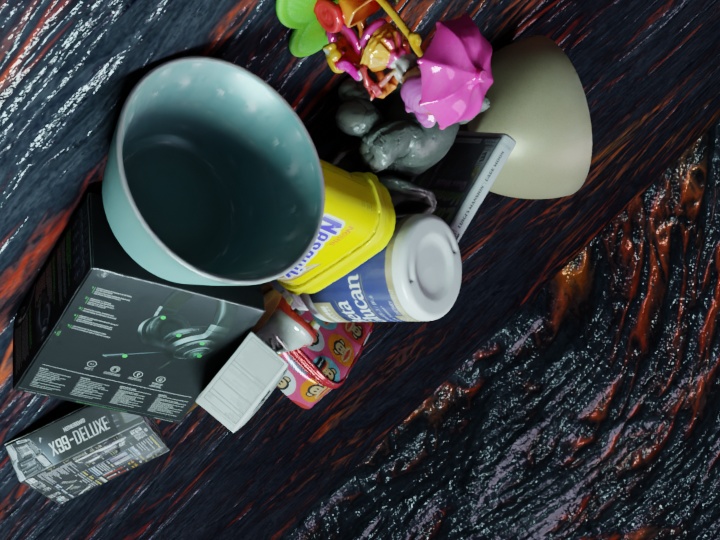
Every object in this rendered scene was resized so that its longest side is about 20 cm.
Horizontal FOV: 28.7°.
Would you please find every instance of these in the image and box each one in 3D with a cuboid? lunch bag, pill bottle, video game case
[{"bbox_3d":[-0.078,0.056,1.725,0.082,0.176,0.200,-40,-171,30],"label":"lunch bag"},{"bbox_3d":[0.000,0.000,1.510,0.199,0.112,0.111,-3,-165,40],"label":"pill bottle"},{"bbox_3d":[0.085,-0.080,1.627,0.183,0.023,0.200,-60,-158,-5],"label":"video game case"}]

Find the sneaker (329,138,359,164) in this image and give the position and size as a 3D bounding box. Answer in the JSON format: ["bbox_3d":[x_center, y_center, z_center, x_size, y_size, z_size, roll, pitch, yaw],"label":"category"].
[{"bbox_3d":[0.025,-0.131,1.634,0.200,0.075,0.090,-44,172,3],"label":"sneaker"}]

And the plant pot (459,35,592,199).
[{"bbox_3d":[0.175,-0.175,1.724,0.133,0.202,0.201,-15,157,-19],"label":"plant pot"}]

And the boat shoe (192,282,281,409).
[{"bbox_3d":[-0.157,0.068,1.437,0.200,0.070,0.070,-48,166,31],"label":"boat shoe"}]

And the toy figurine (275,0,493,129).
[{"bbox_3d":[0.033,-0.195,1.245,0.150,0.184,0.200,-33,164,-29],"label":"toy figurine"}]

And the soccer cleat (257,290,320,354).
[{"bbox_3d":[-0.104,0.070,1.515,0.085,0.069,0.200,-50,-163,-13],"label":"soccer cleat"}]

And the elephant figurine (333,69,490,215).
[{"bbox_3d":[0.027,-0.116,1.531,0.141,0.154,0.201,-43,156,-34],"label":"elephant figurine"}]

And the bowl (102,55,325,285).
[{"bbox_3d":[-0.140,-0.069,1.198,0.200,0.202,0.105,-29,-179,-42],"label":"bowl"}]

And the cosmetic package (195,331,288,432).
[{"bbox_3d":[-0.111,0.109,1.365,0.083,0.051,0.200,-49,179,-5],"label":"cosmetic package"}]

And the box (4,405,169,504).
[{"bbox_3d":[-0.323,0.214,1.694,0.157,0.050,0.200,-26,164,-6],"label":"box"}]

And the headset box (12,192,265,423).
[{"bbox_3d":[-0.205,0.036,1.300,0.173,0.093,0.200,14,134,-28],"label":"headset box"}]

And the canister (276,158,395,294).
[{"bbox_3d":[-0.082,-0.057,1.386,0.148,0.087,0.199,-32,149,27],"label":"canister"}]
